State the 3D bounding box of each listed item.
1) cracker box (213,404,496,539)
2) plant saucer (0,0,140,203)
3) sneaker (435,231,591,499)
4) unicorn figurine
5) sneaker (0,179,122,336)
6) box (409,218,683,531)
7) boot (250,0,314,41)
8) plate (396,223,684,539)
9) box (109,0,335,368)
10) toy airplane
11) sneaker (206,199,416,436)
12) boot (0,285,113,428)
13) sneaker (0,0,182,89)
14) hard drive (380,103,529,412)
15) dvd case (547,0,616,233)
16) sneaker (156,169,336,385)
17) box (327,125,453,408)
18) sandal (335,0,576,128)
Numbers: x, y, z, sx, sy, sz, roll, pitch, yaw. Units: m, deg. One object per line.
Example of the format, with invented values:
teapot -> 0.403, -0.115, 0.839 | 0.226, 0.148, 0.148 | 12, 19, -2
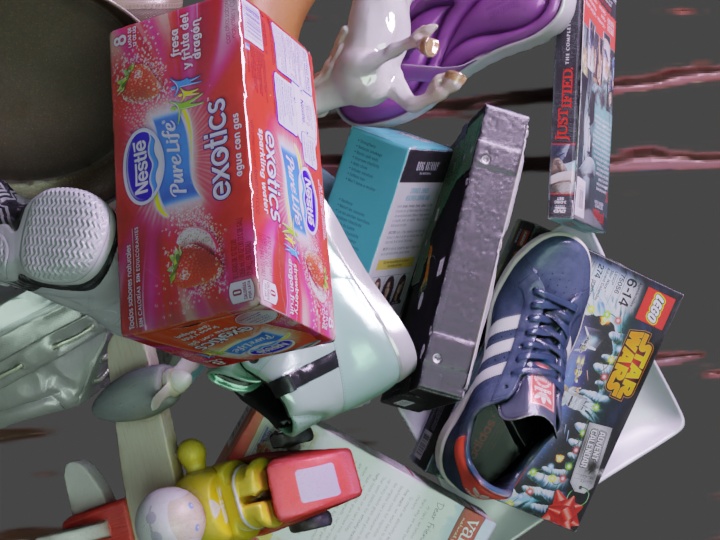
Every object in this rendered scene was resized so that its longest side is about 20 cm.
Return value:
cracker box -> -0.020, 0.193, 1.120 | 0.200, 0.058, 0.134 | 30, 89, -7
plant saucer -> -0.221, -0.114, 0.998 | 0.200, 0.032, 0.200 | -8, 134, -8
sneaker -> 0.121, 0.071, 1.070 | 0.075, 0.085, 0.200 | 19, 93, -17
unicorn figurine -> 0.009, -0.153, 1.012 | 0.074, 0.137, 0.200 | 45, 59, -34
sneaker -> -0.200, -0.007, 0.983 | 0.115, 0.200, 0.075 | 35, 69, -46
box -> 0.140, 0.080, 1.142 | 0.137, 0.040, 0.200 | 23, 91, -19
boot -> -0.034, -0.213, 1.064 | 0.155, 0.074, 0.200 | -28, 111, -18
plate -> 0.128, 0.088, 1.177 | 0.200, 0.032, 0.200 | -32, 106, -10
box -> -0.084, -0.051, 0.920 | 0.095, 0.100, 0.200 | -14, 70, 22
toy airplane -> -0.125, 0.161, 1.010 | 0.200, 0.141, 0.199 | 32, 93, 9
sneaker -> -0.064, 0.011, 0.988 | 0.118, 0.074, 0.200 | -31, 77, -27
boot -> -0.187, 0.034, 1.062 | 0.200, 0.074, 0.096 | -25, 113, -5
sneaker -> -0.215, -0.152, 1.018 | 0.200, 0.070, 0.076 | -6, 108, -13
hard drive -> 0.065, -0.003, 1.066 | 0.038, 0.140, 0.200 | 15, 78, -7
dvd case -> 0.160, -0.130, 1.088 | 0.022, 0.146, 0.200 | 1, 89, 18
sneaker -> -0.071, 0.014, 1.085 | 0.082, 0.074, 0.200 | 35, 89, -16
box -> 0.000, 0.000, 1.077 | 0.049, 0.082, 0.200 | 22, 102, 22
sandal -> 0.052, -0.165, 1.051 | 0.050, 0.203, 0.083 | 7, 62, -55
